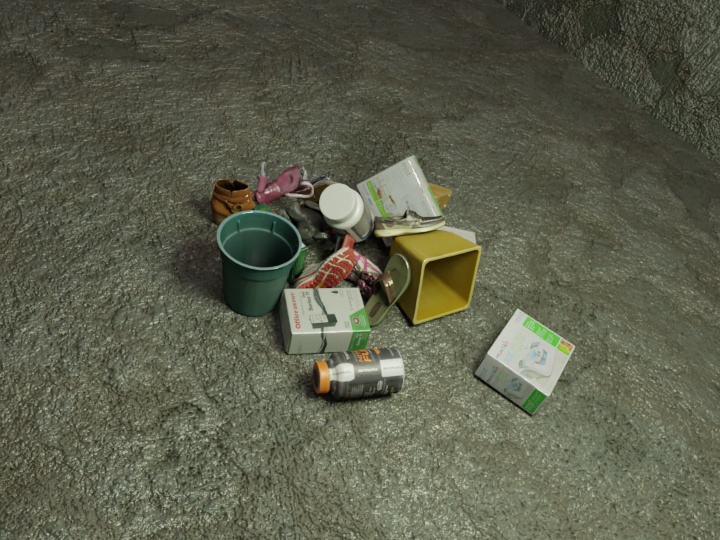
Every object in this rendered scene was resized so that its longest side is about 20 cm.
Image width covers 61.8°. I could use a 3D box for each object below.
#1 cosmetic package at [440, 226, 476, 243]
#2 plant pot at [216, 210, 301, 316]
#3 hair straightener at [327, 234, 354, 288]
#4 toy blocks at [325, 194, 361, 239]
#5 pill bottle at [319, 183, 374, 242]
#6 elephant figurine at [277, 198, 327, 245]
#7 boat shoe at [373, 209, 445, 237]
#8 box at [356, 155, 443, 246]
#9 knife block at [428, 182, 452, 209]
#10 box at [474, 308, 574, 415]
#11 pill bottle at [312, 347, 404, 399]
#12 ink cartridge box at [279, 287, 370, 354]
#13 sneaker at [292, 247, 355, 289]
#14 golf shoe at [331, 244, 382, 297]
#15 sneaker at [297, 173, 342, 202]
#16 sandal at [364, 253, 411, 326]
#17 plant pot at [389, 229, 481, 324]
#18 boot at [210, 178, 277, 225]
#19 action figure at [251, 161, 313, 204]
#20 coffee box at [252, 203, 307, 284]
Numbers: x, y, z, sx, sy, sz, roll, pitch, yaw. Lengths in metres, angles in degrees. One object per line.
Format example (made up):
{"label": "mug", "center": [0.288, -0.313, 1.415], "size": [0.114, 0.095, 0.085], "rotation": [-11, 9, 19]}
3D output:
{"label": "cosmetic package", "center": [0.250, -0.092, 1.827], "size": [0.197, 0.051, 0.083], "rotation": [12, 46, -6]}
{"label": "plant pot", "center": [-0.254, -0.006, 1.468], "size": [0.198, 0.197, 0.202], "rotation": [9, 43, -8]}
{"label": "hair straightener", "center": [-0.072, 0.003, 1.597], "size": [0.041, 0.076, 0.202], "rotation": [26, 70, -37]}
{"label": "toy blocks", "center": [-0.045, -0.160, 1.782], "size": [0.135, 0.101, 0.201], "rotation": [1, 44, -1]}
{"label": "pill bottle", "center": [-0.037, -0.153, 1.607], "size": [0.112, 0.200, 0.115], "rotation": [-3, 77, 13]}
{"label": "elephant figurine", "center": [-0.142, -0.149, 1.711], "size": [0.156, 0.141, 0.200], "rotation": [56, 32, -2]}
{"label": "boat shoe", "center": [0.132, -0.132, 1.627], "size": [0.197, 0.066, 0.073], "rotation": [-10, 11, -8]}
{"label": "box", "center": [0.115, -0.199, 1.729], "size": [0.202, 0.175, 0.097], "rotation": [63, 23, -4]}
{"label": "knife block", "center": [0.175, -0.262, 1.963], "size": [0.198, 0.064, 0.176], "rotation": [-19, 55, -33]}
{"label": "box", "center": [0.414, 0.227, 1.520], "size": [0.176, 0.097, 0.200], "rotation": [35, 47, 15]}
{"label": "pill bottle", "center": [-0.008, 0.236, 1.373], "size": [0.197, 0.107, 0.107], "rotation": [-2, 47, -20]}
{"label": "ink cartridge box", "center": [-0.091, 0.122, 1.477], "size": [0.197, 0.084, 0.148], "rotation": [-1, 46, -18]}
{"label": "sneaker", "center": [-0.101, 0.002, 1.533], "size": [0.078, 0.199, 0.083], "rotation": [43, 17, -40]}
{"label": "golf shoe", "center": [0.000, 0.000, 1.650], "size": [0.200, 0.073, 0.092], "rotation": [46, 26, 24]}
{"label": "sneaker", "center": [-0.088, -0.247, 1.801], "size": [0.198, 0.071, 0.108], "rotation": [2, 29, 42]}
{"label": "sandal", "center": [0.063, 0.052, 1.527], "size": [0.079, 0.203, 0.057], "rotation": [30, 4, 31]}
{"label": "plant pot", "center": [0.177, -0.007, 1.628], "size": [0.192, 0.198, 0.200], "rotation": [-13, 35, -28]}
{"label": "boot", "center": [-0.311, -0.186, 1.655], "size": [0.197, 0.156, 0.077], "rotation": [8, 52, -10]}
{"label": "action figure", "center": [-0.242, -0.225, 1.729], "size": [0.198, 0.134, 0.150], "rotation": [-26, 59, -8]}
{"label": "coffee box", "center": [-0.221, -0.073, 1.602], "size": [0.044, 0.124, 0.200], "rotation": [-26, 57, -35]}
